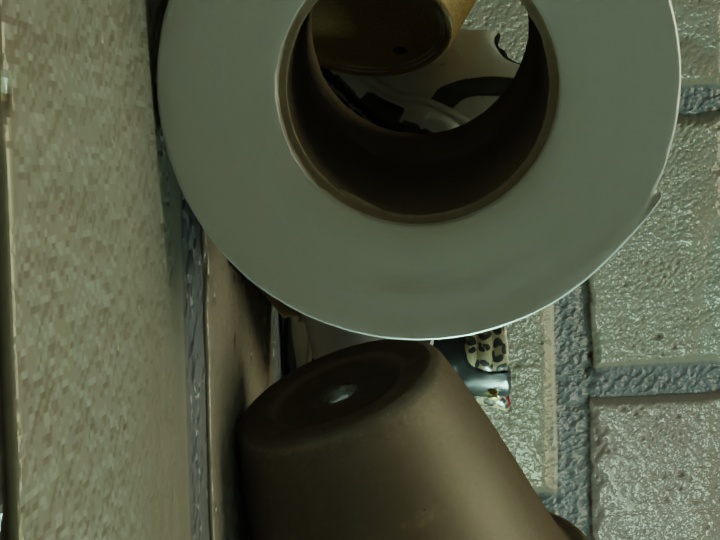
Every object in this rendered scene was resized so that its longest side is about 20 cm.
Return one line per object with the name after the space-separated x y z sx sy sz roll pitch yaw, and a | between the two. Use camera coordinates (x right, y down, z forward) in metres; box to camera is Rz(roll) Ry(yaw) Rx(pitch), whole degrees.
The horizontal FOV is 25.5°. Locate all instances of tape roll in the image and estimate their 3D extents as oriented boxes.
0.024 -0.089 0.659 0.139 0.201 0.205 -85 173 -71 | tape roll

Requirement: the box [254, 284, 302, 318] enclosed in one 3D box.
-0.050 -0.067 0.906 0.200 0.021 0.165 71 18 -81 | box

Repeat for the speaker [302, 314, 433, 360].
0.000 0.000 0.893 0.200 0.080 0.082 81 8 -66 | speaker

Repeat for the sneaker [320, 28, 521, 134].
0.035 -0.098 0.852 0.200 0.080 0.074 37 -16 43 | sneaker

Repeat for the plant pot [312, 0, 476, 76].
0.011 -0.206 0.803 0.187 0.185 0.202 82 14 -65 | plant pot

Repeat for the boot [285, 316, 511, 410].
0.026 0.083 1.072 0.073 0.149 0.202 -78 167 -76 | boot

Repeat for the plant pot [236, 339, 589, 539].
0.016 0.138 0.821 0.200 0.199 0.176 -83 153 -69 | plant pot
